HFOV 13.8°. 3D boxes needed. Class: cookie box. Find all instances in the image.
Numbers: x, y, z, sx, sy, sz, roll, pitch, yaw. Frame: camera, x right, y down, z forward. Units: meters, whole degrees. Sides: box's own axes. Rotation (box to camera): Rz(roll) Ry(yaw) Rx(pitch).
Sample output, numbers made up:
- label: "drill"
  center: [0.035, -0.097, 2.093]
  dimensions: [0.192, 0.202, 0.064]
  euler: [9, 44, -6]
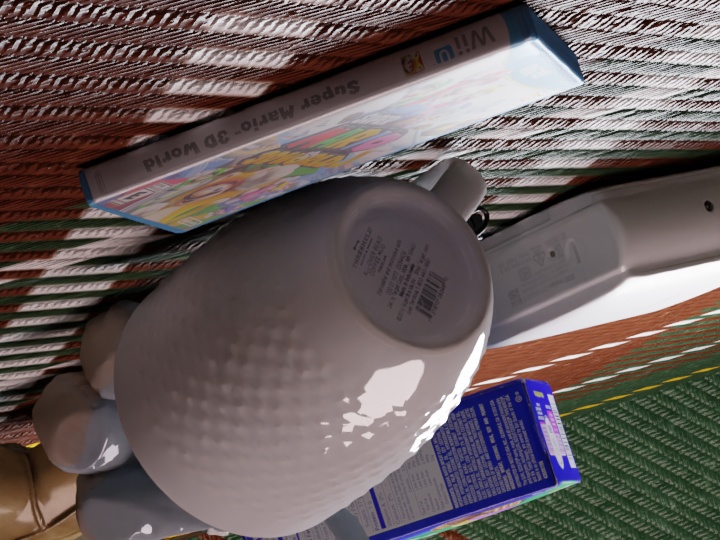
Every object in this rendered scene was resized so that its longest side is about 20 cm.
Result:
- label: "cookie box"
  center: [0.030, 0.134, 1.897]
  dimensions: [0.199, 0.075, 0.171]
  euler: [-19, 174, 8]

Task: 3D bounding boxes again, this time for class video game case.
- label: "video game case"
  center: [-0.008, -0.062, 1.280]
  dimensions: [0.199, 0.018, 0.143]
  euler: [-20, 172, 10]

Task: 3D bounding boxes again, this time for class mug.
- label: "mug"
  center: [-0.006, 0.017, 1.468]
  dimensions: [0.200, 0.148, 0.175]
  euler: [-51, -173, -39]

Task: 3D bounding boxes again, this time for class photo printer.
- label: "photo printer"
  center: [0.173, -0.012, 1.873]
  dimensions: [0.200, 0.070, 0.166]
  euler: [-11, 169, -43]

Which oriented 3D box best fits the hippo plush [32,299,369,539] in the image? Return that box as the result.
- label: "hippo plush"
  center: [-0.072, 0.062, 1.670]
  dimensions: [0.199, 0.160, 0.161]
  euler: [3, -153, 10]

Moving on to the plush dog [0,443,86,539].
- label: "plush dog"
  center: [-0.243, 0.169, 1.986]
  dimensions: [0.200, 0.161, 0.172]
  euler: [20, 169, -23]

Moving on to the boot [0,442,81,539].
- label: "boot"
  center: [-0.169, 0.100, 1.803]
  dimensions: [0.200, 0.066, 0.175]
  euler: [-27, 147, 15]

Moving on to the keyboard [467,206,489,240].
- label: "keyboard"
  center: [0.000, 0.000, 1.663]
  dimensions: [0.104, 0.040, 0.200]
  euler: [-23, 172, 36]

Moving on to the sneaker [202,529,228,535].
- label: "sneaker"
  center: [-0.130, 0.135, 1.971]
  dimensions: [0.084, 0.075, 0.200]
  euler: [0, -179, -7]
